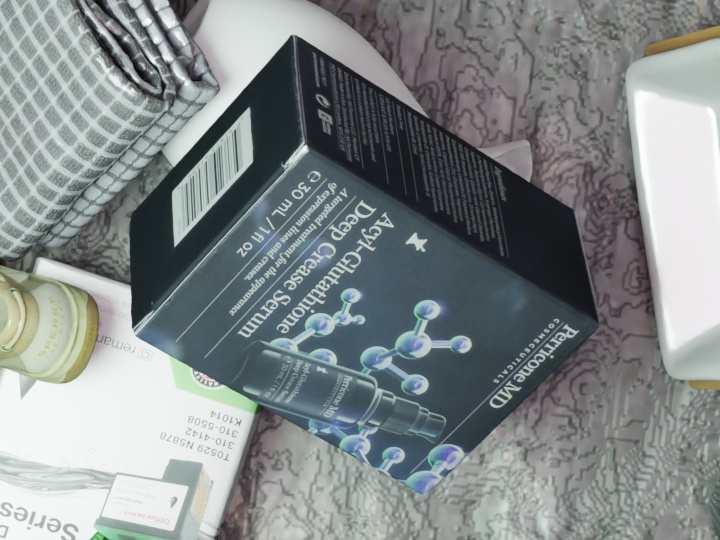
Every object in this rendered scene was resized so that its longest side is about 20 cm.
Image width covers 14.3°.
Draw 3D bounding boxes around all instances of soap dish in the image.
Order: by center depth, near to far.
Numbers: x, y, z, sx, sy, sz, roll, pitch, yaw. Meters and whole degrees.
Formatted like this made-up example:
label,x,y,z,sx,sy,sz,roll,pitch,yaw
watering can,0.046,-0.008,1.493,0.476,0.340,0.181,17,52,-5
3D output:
label,x,y,z,sx,sy,sz,roll,pitch,yaw
soap dish,0.218,-0.036,1.590,0.081,0.157,0.201,-7,90,-18

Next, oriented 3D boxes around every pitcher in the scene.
label,x,y,z,sx,sy,sz,roll,pitch,yaw
pitcher,-0.031,-0.051,1.602,0.200,0.121,0.172,31,99,-13

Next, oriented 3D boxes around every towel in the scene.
label,x,y,z,sx,sy,sz,roll,pitch,yaw
towel,-0.188,-0.127,1.547,0.166,0.085,0.200,-43,75,40

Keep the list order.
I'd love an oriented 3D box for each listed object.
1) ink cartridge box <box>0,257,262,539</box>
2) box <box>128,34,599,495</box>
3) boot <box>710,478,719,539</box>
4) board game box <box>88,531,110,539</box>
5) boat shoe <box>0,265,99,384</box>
label,x,y,z,sx,sy,sz,roll,pitch,yaw
ink cartridge box,-0.141,0.109,1.607,0.146,0.084,0.201,17,89,-1
box,0.000,0.000,1.516,0.200,0.107,0.148,30,119,-25
boot,0.302,0.083,1.620,0.200,0.165,0.066,-31,72,-24
board game box,-0.160,0.230,1.573,0.105,0.023,0.200,35,125,-15
boat shoe,-0.228,0.022,1.562,0.063,0.200,0.073,18,85,-46
